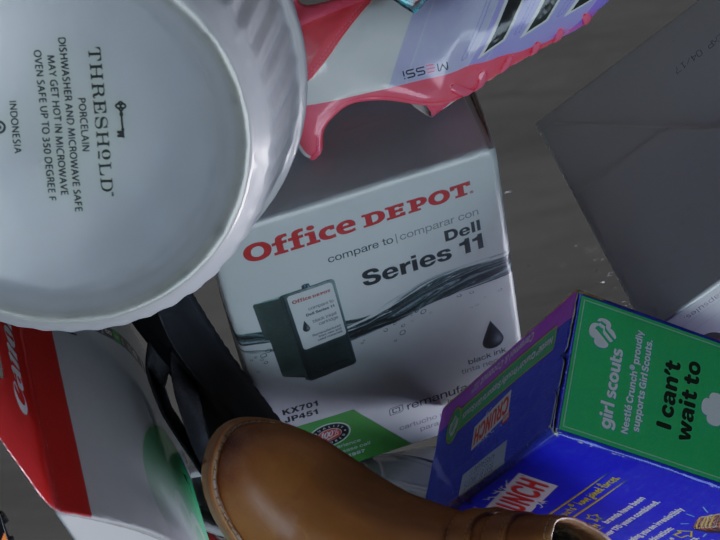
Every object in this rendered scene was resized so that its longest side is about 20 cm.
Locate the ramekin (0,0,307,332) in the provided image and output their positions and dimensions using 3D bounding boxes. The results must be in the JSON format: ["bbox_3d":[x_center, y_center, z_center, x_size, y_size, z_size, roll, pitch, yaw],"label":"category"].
[{"bbox_3d":[-0.121,-0.068,0.794,0.200,0.094,0.204,-1,114,-1],"label":"ramekin"}]

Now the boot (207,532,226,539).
[{"bbox_3d":[-0.070,0.160,1.118,0.200,0.144,0.072,-33,168,-49],"label":"boot"}]

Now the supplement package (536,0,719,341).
[{"bbox_3d":[0.216,-0.056,0.949,0.199,0.156,0.111,-37,136,16],"label":"supplement package"}]

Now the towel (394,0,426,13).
[{"bbox_3d":[-0.011,-0.207,0.757,0.199,0.022,0.147,34,117,-20],"label":"towel"}]

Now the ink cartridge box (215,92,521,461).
[{"bbox_3d":[0.000,0.000,0.971,0.145,0.083,0.201,-18,138,-4],"label":"ink cartridge box"}]

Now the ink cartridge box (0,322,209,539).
[{"bbox_3d":[-0.129,0.065,0.928,0.050,0.162,0.201,-21,137,0],"label":"ink cartridge box"}]

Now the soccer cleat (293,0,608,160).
[{"bbox_3d":[0.052,-0.112,0.878,0.198,0.067,0.077,-16,97,0],"label":"soccer cleat"}]

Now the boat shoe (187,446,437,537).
[{"bbox_3d":[-0.011,0.133,1.039,0.198,0.065,0.074,3,107,26],"label":"boat shoe"}]

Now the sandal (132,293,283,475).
[{"bbox_3d":[-0.084,0.062,0.959,0.043,0.076,0.201,-38,102,-22],"label":"sandal"}]

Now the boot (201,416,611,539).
[{"bbox_3d":[0.034,0.129,0.883,0.200,0.077,0.155,45,151,-19],"label":"boot"}]

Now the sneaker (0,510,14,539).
[{"bbox_3d":[-0.194,0.171,1.024,0.089,0.070,0.202,0,92,-20],"label":"sneaker"}]

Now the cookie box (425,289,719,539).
[{"bbox_3d":[0.152,0.100,0.937,0.198,0.076,0.171,18,153,-13],"label":"cookie box"}]
